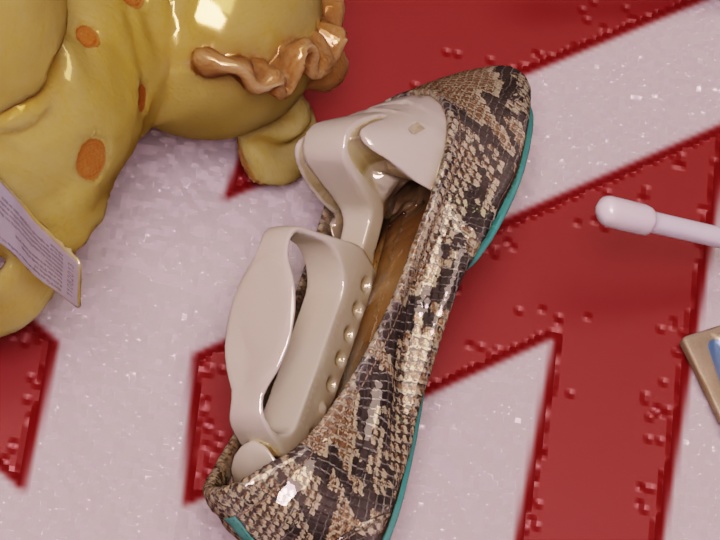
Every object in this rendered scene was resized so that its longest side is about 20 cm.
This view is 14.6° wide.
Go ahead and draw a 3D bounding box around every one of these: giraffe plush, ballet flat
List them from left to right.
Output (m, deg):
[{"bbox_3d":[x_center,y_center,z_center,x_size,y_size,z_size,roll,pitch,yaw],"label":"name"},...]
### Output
[{"bbox_3d":[-0.083,-0.085,0.890,0.162,0.173,0.200,-23,67,-37],"label":"giraffe plush"},{"bbox_3d":[0.000,0.000,0.893,0.075,0.068,0.200,39,58,-32],"label":"ballet flat"}]

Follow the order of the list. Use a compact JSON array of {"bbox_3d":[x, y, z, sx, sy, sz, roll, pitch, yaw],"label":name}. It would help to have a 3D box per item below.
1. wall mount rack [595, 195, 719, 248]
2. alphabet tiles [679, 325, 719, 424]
[{"bbox_3d":[0.157,-0.067,0.956,0.174,0.075,0.200,-10,59,2],"label":"wall mount rack"},{"bbox_3d":[0.207,0.057,0.943,0.166,0.006,0.200,-16,68,-18],"label":"alphabet tiles"}]
